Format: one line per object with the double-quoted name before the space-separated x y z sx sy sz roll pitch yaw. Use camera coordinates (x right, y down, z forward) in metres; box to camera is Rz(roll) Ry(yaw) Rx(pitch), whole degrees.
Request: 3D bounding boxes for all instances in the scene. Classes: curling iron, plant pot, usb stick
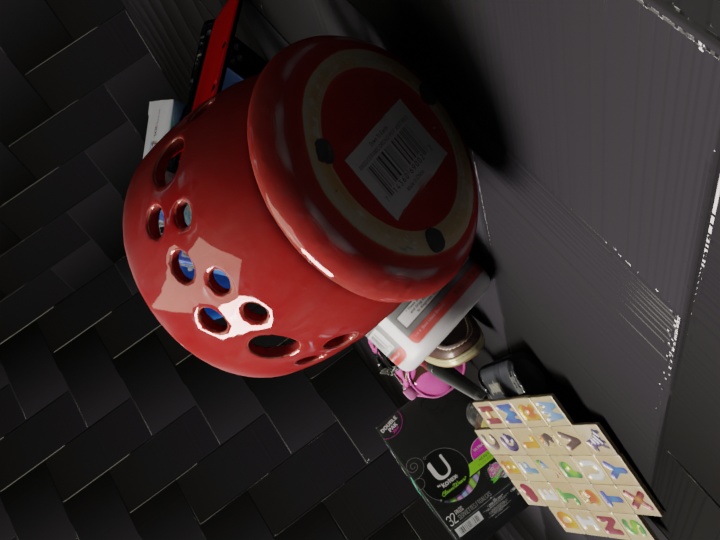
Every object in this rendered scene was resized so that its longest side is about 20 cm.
"curling iron" 0.084 0.121 1.029 0.025 0.050 0.199 16 -179 -38
"plant pot" -0.036 -0.047 0.592 0.182 0.200 0.201 -31 95 46
"usb stick" 0.154 0.116 0.894 0.056 0.032 0.200 53 174 7

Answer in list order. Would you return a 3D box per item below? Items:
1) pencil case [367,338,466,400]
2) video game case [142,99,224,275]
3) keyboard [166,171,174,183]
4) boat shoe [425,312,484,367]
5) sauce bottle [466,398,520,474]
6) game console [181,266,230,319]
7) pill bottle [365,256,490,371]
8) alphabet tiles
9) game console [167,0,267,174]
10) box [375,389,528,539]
"pencil case" 0.068 0.107 1.199 0.091 0.094 0.200 38 -179 -18
"video game case" -0.186 -0.093 1.079 0.045 0.183 0.199 1 171 35
"keyboard" -0.131 -0.063 0.939 0.198 0.011 0.056 21 -157 -2
"boat shoe" 0.068 0.033 0.954 0.072 0.072 0.200 58 180 -31
"sauce bottle" 0.170 0.183 0.995 0.065 0.064 0.200 56 175 -10
"game console" -0.224 -0.042 1.183 0.117 0.170 0.202 9 105 37
"pill bottle" 0.008 -0.017 0.776 0.200 0.116 0.116 43 173 5
"alphabet tiles" 0.188 0.186 0.819 0.167 0.006 0.200 53 155 -6
"game console" -0.141 -0.189 0.998 0.118 0.202 0.172 2 164 35
"box" 0.145 0.284 1.297 0.200 0.148 0.125 50 173 38
